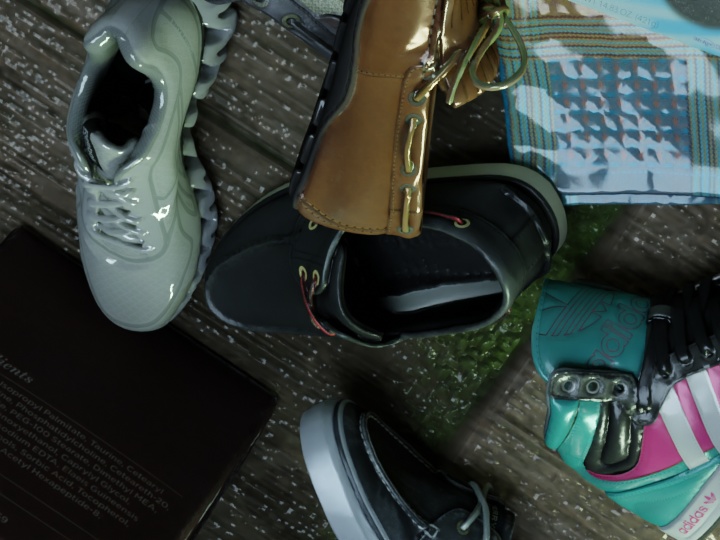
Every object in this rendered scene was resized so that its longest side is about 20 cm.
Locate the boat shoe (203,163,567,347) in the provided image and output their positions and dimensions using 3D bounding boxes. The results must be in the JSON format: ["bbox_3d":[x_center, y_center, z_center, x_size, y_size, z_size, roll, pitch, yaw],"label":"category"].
[{"bbox_3d":[-0.001,-0.002,1.139,0.201,0.063,0.074,-9,118,39],"label":"boat shoe"}]

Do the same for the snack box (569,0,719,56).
[{"bbox_3d":[0.091,-0.170,1.003,0.200,0.037,0.116,22,123,12],"label":"snack box"}]

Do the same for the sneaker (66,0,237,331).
[{"bbox_3d":[-0.109,-0.050,1.155,0.075,0.081,0.200,15,125,12],"label":"sneaker"}]

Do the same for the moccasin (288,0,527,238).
[{"bbox_3d":[0.029,-0.094,1.010,0.078,0.074,0.202,17,123,-2],"label":"moccasin"}]

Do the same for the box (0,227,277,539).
[{"bbox_3d":[-0.174,0.121,1.208,0.164,0.200,0.166,33,126,2],"label":"box"}]

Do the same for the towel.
[{"bbox_3d":[0.124,-0.117,1.052,0.146,0.022,0.200,2,119,21],"label":"towel"}]

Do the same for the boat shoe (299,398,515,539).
[{"bbox_3d":[0.046,0.133,1.212,0.071,0.072,0.200,-26,117,23],"label":"boat shoe"}]

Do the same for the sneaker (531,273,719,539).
[{"bbox_3d":[0.140,0.027,1.097,0.121,0.084,0.200,25,127,-4],"label":"sneaker"}]

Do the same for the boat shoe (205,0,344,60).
[{"bbox_3d":[-0.051,-0.144,1.078,0.200,0.073,0.065,33,121,2],"label":"boat shoe"}]
